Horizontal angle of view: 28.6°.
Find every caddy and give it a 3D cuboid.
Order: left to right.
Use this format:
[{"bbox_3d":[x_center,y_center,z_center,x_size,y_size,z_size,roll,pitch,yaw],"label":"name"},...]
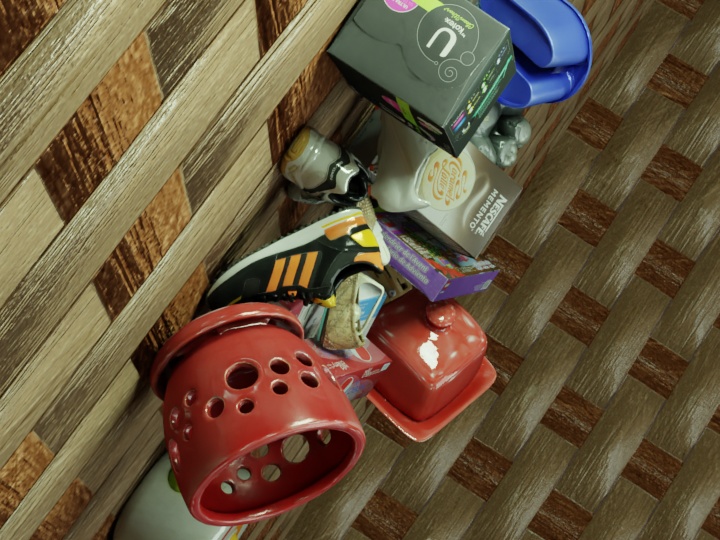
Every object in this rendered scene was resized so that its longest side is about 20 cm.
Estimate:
[{"bbox_3d":[0.204,-0.298,1.806,0.105,0.200,0.142,-22,149,-45],"label":"caddy"}]

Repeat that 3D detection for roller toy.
[{"bbox_3d":[-0.219,0.324,1.846,0.183,0.140,0.200,-56,171,-3],"label":"roller toy"}]

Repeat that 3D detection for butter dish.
[{"bbox_3d":[0.087,0.094,1.920,0.199,0.200,0.148,-35,163,-39],"label":"butter dish"}]

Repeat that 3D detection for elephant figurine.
[{"bbox_3d":[0.121,-0.207,1.918,0.141,0.200,0.156,-25,119,-31],"label":"elephant figurine"}]

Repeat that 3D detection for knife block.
[{"bbox_3d":[0.011,0.011,1.980,0.200,0.064,0.176,-28,-173,34],"label":"knife block"}]

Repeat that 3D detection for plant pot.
[{"bbox_3d":[-0.117,0.145,1.503,0.200,0.183,0.201,-19,152,-11],"label":"plant pot"}]

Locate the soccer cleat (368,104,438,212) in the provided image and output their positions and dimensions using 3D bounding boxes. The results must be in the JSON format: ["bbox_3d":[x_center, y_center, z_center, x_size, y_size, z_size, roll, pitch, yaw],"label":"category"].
[{"bbox_3d":[0.055,-0.167,1.635,0.069,0.077,0.201,1,94,-78],"label":"soccer cleat"}]

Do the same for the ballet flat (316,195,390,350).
[{"bbox_3d":[0.000,0.000,1.660,0.071,0.065,0.201,-68,171,-74],"label":"ballet flat"}]

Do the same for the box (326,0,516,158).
[{"bbox_3d":[0.070,-0.220,1.487,0.125,0.148,0.200,-56,170,1],"label":"box"}]

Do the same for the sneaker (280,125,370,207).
[{"bbox_3d":[-0.032,-0.097,1.572,0.076,0.088,0.200,-59,172,0],"label":"sneaker"}]

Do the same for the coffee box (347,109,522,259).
[{"bbox_3d":[0.090,-0.120,1.758,0.115,0.200,0.080,-56,-152,-5],"label":"coffee box"}]

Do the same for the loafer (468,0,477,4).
[{"bbox_3d":[0.121,-0.352,1.595,0.200,0.073,0.071,-56,-178,26],"label":"loafer"}]

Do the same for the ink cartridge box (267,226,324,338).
[{"bbox_3d":[-0.102,0.048,1.701,0.146,0.085,0.200,-61,171,27],"label":"ink cartridge box"}]

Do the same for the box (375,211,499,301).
[{"bbox_3d":[0.089,-0.023,1.839,0.039,0.137,0.200,-56,162,17],"label":"box"}]

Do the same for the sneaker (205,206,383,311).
[{"bbox_3d":[-0.070,0.010,1.540,0.200,0.090,0.070,-29,170,-3],"label":"sneaker"}]

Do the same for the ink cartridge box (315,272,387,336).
[{"bbox_3d":[-0.058,0.073,1.868,0.067,0.116,0.200,-15,141,-45],"label":"ink cartridge box"}]

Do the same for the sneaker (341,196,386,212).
[{"bbox_3d":[0.018,-0.089,1.885,0.200,0.074,0.084,-61,166,21],"label":"sneaker"}]

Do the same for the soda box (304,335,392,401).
[{"bbox_3d":[-0.037,0.121,1.723,0.063,0.070,0.200,-53,164,15],"label":"soda box"}]

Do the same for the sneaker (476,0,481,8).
[{"bbox_3d":[0.133,-0.288,1.731,0.201,0.084,0.075,-71,166,14],"label":"sneaker"}]
